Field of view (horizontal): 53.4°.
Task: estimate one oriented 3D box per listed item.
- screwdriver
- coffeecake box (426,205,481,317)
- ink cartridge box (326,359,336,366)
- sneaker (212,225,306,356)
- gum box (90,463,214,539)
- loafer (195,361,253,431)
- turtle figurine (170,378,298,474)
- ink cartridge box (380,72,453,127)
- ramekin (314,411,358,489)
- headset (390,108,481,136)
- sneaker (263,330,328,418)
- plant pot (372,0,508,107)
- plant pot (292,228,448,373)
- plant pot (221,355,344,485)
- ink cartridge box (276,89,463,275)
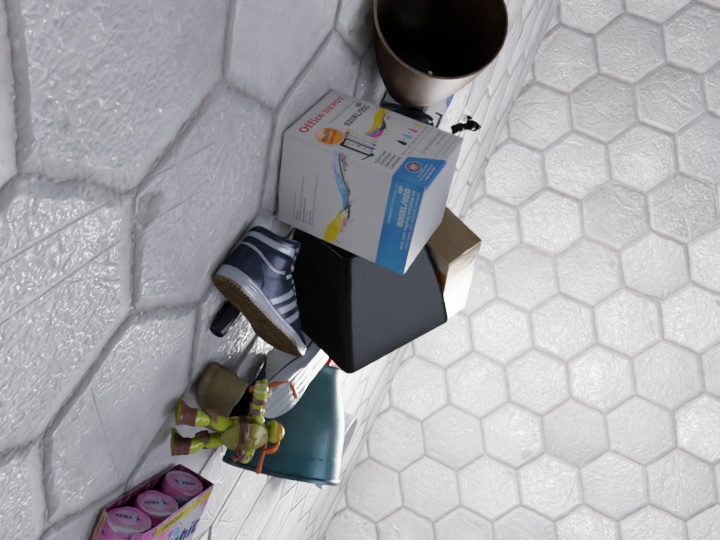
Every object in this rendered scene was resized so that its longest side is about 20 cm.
[{"bbox_3d":[-0.141,0.014,0.983,0.200,0.028,0.029,-53,134,-34],"label":"screwdriver"},{"bbox_3d":[0.109,-0.024,1.177,0.073,0.154,0.200,-33,153,-20],"label":"coffeecake box"},{"bbox_3d":[-0.059,0.142,1.483,0.201,0.067,0.116,-63,167,-10],"label":"ink cartridge box"},{"bbox_3d":[-0.108,0.027,0.951,0.109,0.070,0.200,-62,143,-26],"label":"sneaker"},{"bbox_3d":[-0.282,0.346,0.941,0.114,0.066,0.200,-66,167,8],"label":"gum box"},{"bbox_3d":[-0.190,0.200,1.046,0.076,0.067,0.200,-60,166,-22],"label":"loafer"},{"bbox_3d":[-0.171,0.224,0.966,0.065,0.160,0.201,-106,-151,-45],"label":"turtle figurine"},{"bbox_3d":[0.091,-0.275,1.279,0.201,0.084,0.145,-65,167,0],"label":"ink cartridge box"},{"bbox_3d":[-0.095,0.436,1.807,0.201,0.105,0.200,-59,166,-25],"label":"ramekin"},{"bbox_3d":[0.101,-0.206,1.157,0.199,0.094,0.124,-26,110,-35],"label":"headset"},{"bbox_3d":[-0.115,0.154,1.091,0.200,0.070,0.073,-42,144,-57],"label":"sneaker"},{"bbox_3d":[0.096,-0.325,1.056,0.188,0.186,0.200,-62,-178,-13],"label":"plant pot"},{"bbox_3d":[0.000,0.000,1.102,0.199,0.200,0.178,-25,130,-26],"label":"plant pot"},{"bbox_3d":[-0.113,0.244,1.204,0.200,0.199,0.189,62,39,-75],"label":"plant pot"},{"bbox_3d":[0.009,-0.123,0.961,0.147,0.199,0.145,-52,160,-45],"label":"ink cartridge box"}]
